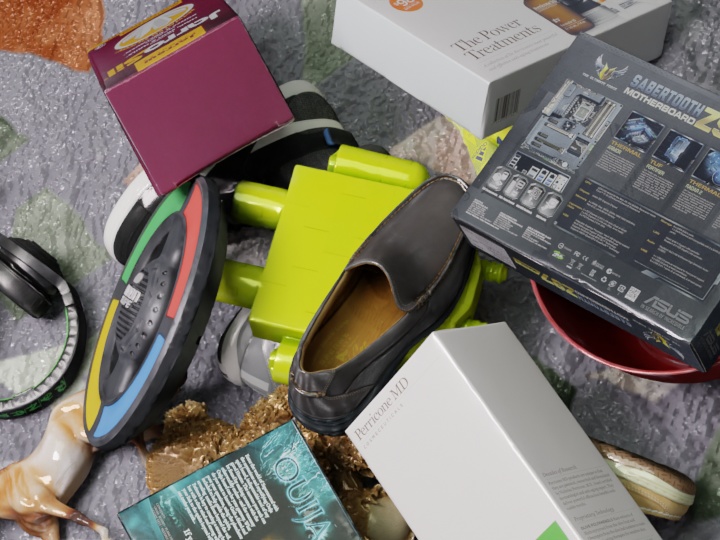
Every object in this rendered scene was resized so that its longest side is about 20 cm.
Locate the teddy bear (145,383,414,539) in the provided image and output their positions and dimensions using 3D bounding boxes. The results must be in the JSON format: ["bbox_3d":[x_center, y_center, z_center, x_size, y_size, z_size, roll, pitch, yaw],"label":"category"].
[{"bbox_3d":[-0.047,0.144,1.585,0.198,0.067,0.146,-17,87,16],"label":"teddy bear"}]

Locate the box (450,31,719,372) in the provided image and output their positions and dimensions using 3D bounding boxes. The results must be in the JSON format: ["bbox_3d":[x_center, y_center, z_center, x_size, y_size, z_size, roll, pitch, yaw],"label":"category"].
[{"bbox_3d":[0.181,-0.047,1.479,0.199,0.051,0.158,29,77,32],"label":"box"}]

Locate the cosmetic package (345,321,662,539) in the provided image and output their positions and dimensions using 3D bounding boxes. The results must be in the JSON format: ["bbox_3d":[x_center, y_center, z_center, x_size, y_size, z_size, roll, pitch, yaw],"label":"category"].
[{"bbox_3d":[0.094,0.143,1.464,0.200,0.085,0.108,53,123,22],"label":"cosmetic package"}]

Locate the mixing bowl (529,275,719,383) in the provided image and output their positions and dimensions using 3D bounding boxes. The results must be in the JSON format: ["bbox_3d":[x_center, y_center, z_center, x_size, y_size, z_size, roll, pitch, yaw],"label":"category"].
[{"bbox_3d":[0.219,-0.003,1.535,0.198,0.108,0.202,-9,62,17],"label":"mixing bowl"}]

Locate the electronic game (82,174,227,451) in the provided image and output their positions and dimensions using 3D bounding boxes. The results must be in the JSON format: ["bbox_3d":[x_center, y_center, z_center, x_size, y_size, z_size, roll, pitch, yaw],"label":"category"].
[{"bbox_3d":[-0.145,0.028,1.590,0.200,0.041,0.201,-55,22,34],"label":"electronic game"}]

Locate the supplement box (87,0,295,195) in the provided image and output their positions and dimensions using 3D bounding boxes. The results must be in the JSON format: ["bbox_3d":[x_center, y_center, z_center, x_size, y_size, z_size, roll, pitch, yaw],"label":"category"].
[{"bbox_3d":[-0.125,-0.134,1.657,0.110,0.086,0.200,-29,16,-2],"label":"supplement box"}]

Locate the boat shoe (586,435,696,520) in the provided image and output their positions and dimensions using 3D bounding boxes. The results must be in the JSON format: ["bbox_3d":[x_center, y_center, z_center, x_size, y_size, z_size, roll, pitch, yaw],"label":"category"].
[{"bbox_3d":[0.127,0.143,1.529,0.199,0.072,0.077,15,83,37],"label":"boat shoe"}]

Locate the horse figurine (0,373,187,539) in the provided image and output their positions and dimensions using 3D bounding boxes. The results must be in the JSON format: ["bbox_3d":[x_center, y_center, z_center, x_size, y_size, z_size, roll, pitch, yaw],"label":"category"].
[{"bbox_3d":[-0.201,0.142,1.662,0.132,0.050,0.201,32,80,28],"label":"horse figurine"}]

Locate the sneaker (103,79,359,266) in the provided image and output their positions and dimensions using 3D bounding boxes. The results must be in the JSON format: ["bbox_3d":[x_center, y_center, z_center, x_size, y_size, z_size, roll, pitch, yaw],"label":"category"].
[{"bbox_3d":[-0.089,-0.048,1.700,0.199,0.073,0.112,-37,54,-2],"label":"sneaker"}]

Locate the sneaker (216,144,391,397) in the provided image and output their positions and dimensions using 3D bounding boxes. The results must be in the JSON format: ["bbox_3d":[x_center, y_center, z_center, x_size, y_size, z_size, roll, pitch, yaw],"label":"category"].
[{"bbox_3d":[-0.005,0.017,1.643,0.115,0.075,0.201,31,87,25],"label":"sneaker"}]

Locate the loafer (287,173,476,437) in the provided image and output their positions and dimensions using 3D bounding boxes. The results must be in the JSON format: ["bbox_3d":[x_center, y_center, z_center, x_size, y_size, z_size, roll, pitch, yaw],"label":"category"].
[{"bbox_3d":[0.019,0.014,1.513,0.072,0.072,0.201,24,69,17],"label":"loafer"}]

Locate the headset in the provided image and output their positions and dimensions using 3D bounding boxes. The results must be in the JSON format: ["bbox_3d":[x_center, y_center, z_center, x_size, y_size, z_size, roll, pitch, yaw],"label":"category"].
[{"bbox_3d":[-0.280,0.018,1.759,0.123,0.094,0.201,-25,73,3],"label":"headset"}]

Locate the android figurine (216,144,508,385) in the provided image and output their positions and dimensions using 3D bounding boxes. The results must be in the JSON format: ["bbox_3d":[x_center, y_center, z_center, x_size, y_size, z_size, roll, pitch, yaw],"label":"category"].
[{"bbox_3d":[0.000,0.000,1.582,0.198,0.041,0.183,11,67,8],"label":"android figurine"}]

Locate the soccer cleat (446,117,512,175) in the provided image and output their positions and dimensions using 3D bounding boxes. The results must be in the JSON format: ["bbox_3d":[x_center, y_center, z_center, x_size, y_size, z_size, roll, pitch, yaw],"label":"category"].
[{"bbox_3d":[0.097,-0.105,1.656,0.084,0.065,0.200,-38,57,-24],"label":"soccer cleat"}]

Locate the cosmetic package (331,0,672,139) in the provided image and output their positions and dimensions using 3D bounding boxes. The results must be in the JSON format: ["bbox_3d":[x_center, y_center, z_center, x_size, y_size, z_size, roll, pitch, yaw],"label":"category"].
[{"bbox_3d":[0.102,-0.177,1.644,0.150,0.052,0.199,33,43,33],"label":"cosmetic package"}]

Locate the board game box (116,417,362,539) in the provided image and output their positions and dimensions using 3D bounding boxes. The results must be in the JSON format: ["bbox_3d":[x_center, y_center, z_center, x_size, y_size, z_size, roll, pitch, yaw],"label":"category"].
[{"bbox_3d":[-0.054,0.208,1.472,0.135,0.028,0.201,-27,62,-7],"label":"board game box"}]
